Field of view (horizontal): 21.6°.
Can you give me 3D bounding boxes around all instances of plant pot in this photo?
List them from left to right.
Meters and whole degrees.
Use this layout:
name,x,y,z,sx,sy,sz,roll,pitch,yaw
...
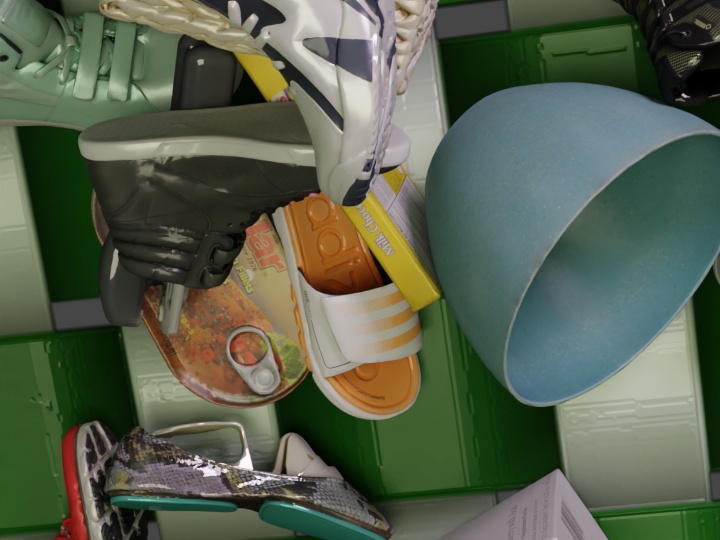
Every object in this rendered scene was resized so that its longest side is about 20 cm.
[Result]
name,x,y,z,sx,sy,sz,roll,pitch,yaw
plant pot,0.117,-0.036,1.157,0.135,0.200,0.201,41,110,31

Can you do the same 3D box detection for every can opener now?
name,x,y,z,sx,sy,sz,roll,pitch,yaw
can opener,-0.124,-0.051,1.183,0.067,0.053,0.201,2,115,-16

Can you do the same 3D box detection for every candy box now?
name,x,y,z,sx,sy,sz,roll,pitch,yaw
candy box,-0.007,-0.074,1.191,0.026,0.102,0.200,-32,99,20

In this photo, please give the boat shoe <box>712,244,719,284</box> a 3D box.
name,x,y,z,sx,sy,sz,roll,pitch,yaw
boat shoe,0.312,-0.040,1.173,0.200,0.072,0.070,-35,99,11

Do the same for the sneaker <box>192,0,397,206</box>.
name,x,y,z,sx,sy,sz,roll,pitch,yaw
sneaker,-0.049,-0.134,0.995,0.129,0.080,0.200,2,112,10

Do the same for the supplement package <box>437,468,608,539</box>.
name,x,y,z,sx,sy,sz,roll,pitch,yaw
supplement package,0.080,0.248,1.261,0.200,0.121,0.120,-33,100,14

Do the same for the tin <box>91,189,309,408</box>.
name,x,y,z,sx,sy,sz,roll,pitch,yaw
tin,-0.099,-0.005,1.257,0.112,0.042,0.201,-23,102,17

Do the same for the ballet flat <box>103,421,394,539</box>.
name,x,y,z,sx,sy,sz,roll,pitch,yaw
ballet flat,-0.070,0.139,1.276,0.199,0.072,0.072,11,107,-9

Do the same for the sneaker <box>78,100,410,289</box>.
name,x,y,z,sx,sy,sz,roll,pitch,yaw
sneaker,-0.065,-0.042,1.125,0.199,0.071,0.100,-1,115,11

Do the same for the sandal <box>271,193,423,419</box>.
name,x,y,z,sx,sy,sz,roll,pitch,yaw
sandal,-0.007,0.003,1.218,0.079,0.059,0.207,-27,104,-31

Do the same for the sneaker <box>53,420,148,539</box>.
name,x,y,z,sx,sy,sz,roll,pitch,yaw
sneaker,-0.196,0.203,1.311,0.085,0.077,0.201,0,104,15

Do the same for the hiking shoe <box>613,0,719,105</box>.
name,x,y,z,sx,sy,sz,roll,pitch,yaw
hiking shoe,0.192,-0.151,1.111,0.200,0.101,0.076,26,153,34

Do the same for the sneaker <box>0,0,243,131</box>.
name,x,y,z,sx,sy,sz,roll,pitch,yaw
sneaker,-0.179,-0.136,1.180,0.199,0.118,0.074,-3,69,9

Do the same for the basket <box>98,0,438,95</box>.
name,x,y,z,sx,sy,sz,roll,pitch,yaw
basket,-0.038,-0.218,1.105,0.199,0.198,0.161,16,109,2
